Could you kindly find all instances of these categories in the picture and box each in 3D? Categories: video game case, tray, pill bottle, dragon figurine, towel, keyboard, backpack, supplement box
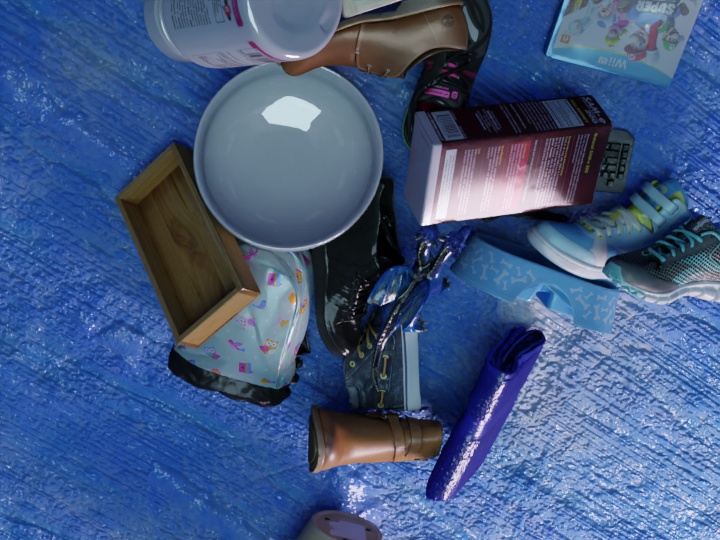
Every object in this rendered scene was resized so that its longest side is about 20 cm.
[{"bbox_3d":[0.288,-0.299,1.319,0.143,0.018,0.201,12,117,-9],"label":"video game case"},{"bbox_3d":[-0.186,-0.028,1.357,0.099,0.200,0.037,-39,150,21],"label":"tray"},{"bbox_3d":[-0.119,-0.253,1.224,0.113,0.200,0.114,-4,97,-39],"label":"pill bottle"},{"bbox_3d":[0.048,0.029,1.366,0.059,0.099,0.200,36,90,17],"label":"dragon figurine"},{"bbox_3d":[0.141,0.165,1.497,0.049,0.148,0.200,31,116,16],"label":"towel"},{"bbox_3d":[0.197,-0.104,1.418,0.199,0.021,0.127,5,117,-3],"label":"keyboard"},{"bbox_3d":[-0.123,0.045,1.428,0.166,0.127,0.201,16,113,-6],"label":"backpack"},{"bbox_3d":[0.152,-0.116,1.327,0.199,0.061,0.109,-7,134,-16],"label":"supplement box"}]

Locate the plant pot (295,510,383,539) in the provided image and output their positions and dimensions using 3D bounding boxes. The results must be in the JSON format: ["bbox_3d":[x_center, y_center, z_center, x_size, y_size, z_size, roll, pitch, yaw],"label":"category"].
[{"bbox_3d":[-0.040,0.414,1.609,0.187,0.187,0.201,14,102,-9],"label":"plant pot"}]

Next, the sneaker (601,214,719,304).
[{"bbox_3d":[0.342,-0.018,1.365,0.200,0.078,0.091,-2,118,-36],"label":"sneaker"}]

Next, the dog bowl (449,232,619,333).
[{"bbox_3d":[0.201,0.011,1.432,0.199,0.112,0.050,20,102,-11],"label":"dog bowl"}]

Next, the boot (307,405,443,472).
[{"bbox_3d":[0.019,0.200,1.482,0.155,0.200,0.077,2,80,4],"label":"boot"}]

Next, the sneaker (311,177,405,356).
[{"bbox_3d":[0.002,0.000,1.413,0.104,0.060,0.201,-1,101,32],"label":"sneaker"}]

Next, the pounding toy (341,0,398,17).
[{"bbox_3d":[0.052,-0.357,1.197,0.199,0.142,0.185,-17,101,7],"label":"pounding toy"}]

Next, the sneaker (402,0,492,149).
[{"bbox_3d":[0.094,-0.203,1.327,0.076,0.084,0.201,7,117,-6],"label":"sneaker"}]

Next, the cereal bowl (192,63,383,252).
[{"bbox_3d":[-0.077,-0.117,1.348,0.199,0.083,0.201,0,86,-6],"label":"cereal bowl"}]

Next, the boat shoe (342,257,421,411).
[{"bbox_3d":[0.021,0.081,1.481,0.091,0.071,0.201,-4,118,1],"label":"boat shoe"}]

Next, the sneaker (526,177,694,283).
[{"bbox_3d":[0.284,-0.055,1.402,0.200,0.080,0.131,13,117,-33],"label":"sneaker"}]

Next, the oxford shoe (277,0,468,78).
[{"bbox_3d":[0.011,-0.220,1.272,0.199,0.071,0.072,-13,96,15],"label":"oxford shoe"}]
